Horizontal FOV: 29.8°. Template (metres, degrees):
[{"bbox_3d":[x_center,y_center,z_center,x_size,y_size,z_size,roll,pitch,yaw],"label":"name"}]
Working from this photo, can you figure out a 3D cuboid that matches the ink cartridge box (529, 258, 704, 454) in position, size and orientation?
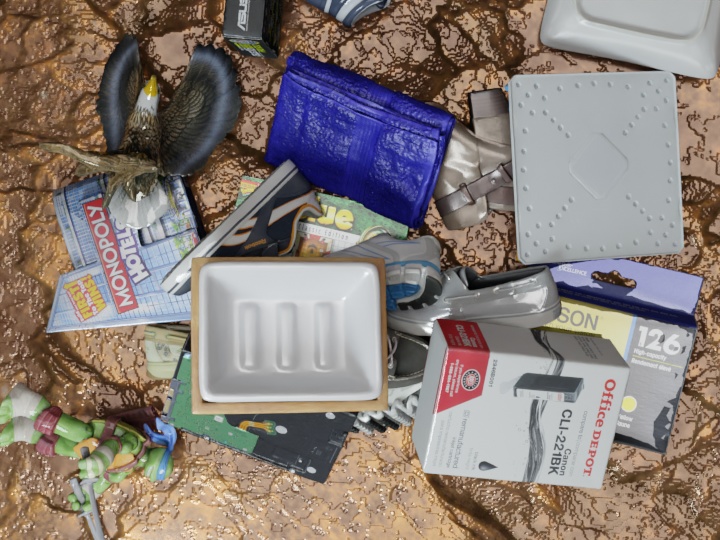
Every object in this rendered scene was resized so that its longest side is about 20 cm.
[{"bbox_3d":[0.266,0.084,1.502,0.196,0.047,0.201,13,95,4],"label":"ink cartridge box"}]

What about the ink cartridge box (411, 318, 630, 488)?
[{"bbox_3d":[0.167,0.140,1.420,0.199,0.084,0.145,6,109,-10],"label":"ink cartridge box"}]

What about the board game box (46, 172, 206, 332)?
[{"bbox_3d":[-0.271,-0.013,1.522,0.199,0.062,0.201,-19,91,3],"label":"board game box"}]

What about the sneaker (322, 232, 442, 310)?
[{"bbox_3d":[0.000,0.000,1.488,0.199,0.087,0.075,-4,136,19],"label":"sneaker"}]

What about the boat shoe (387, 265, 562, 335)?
[{"bbox_3d":[0.117,0.028,1.470,0.199,0.072,0.069,-2,111,29],"label":"boat shoe"}]

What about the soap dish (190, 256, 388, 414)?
[{"bbox_3d":[-0.073,0.067,1.379,0.199,0.081,0.158,0,79,-9],"label":"soap dish"}]

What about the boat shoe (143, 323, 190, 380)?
[{"bbox_3d":[-0.146,0.081,1.512,0.199,0.073,0.063,-7,94,4],"label":"boat shoe"}]

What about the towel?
[{"bbox_3d":[-0.007,-0.138,1.466,0.199,0.050,0.148,25,125,13],"label":"towel"}]

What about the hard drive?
[{"bbox_3d":[-0.110,0.149,1.471,0.199,0.038,0.140,20,136,-3],"label":"hard drive"}]

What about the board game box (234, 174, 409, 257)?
[{"bbox_3d":[-0.049,-0.036,1.528,0.199,0.023,0.105,13,91,3],"label":"board game box"}]

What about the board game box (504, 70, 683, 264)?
[{"bbox_3d":[0.254,-0.113,1.473,0.199,0.026,0.201,-4,92,-17],"label":"board game box"}]

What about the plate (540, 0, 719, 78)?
[{"bbox_3d":[0.312,-0.326,1.479,0.199,0.032,0.201,12,86,5],"label":"plate"}]

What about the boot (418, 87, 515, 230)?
[{"bbox_3d":[0.092,-0.118,1.497,0.199,0.070,0.147,-7,100,11],"label":"boot"}]

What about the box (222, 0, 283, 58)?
[{"bbox_3d":[-0.108,-0.337,1.452,0.044,0.160,0.201,6,93,2],"label":"box"}]

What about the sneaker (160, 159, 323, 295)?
[{"bbox_3d":[-0.122,-0.028,1.463,0.200,0.078,0.079,-43,98,-15],"label":"sneaker"}]

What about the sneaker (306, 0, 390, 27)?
[{"bbox_3d":[0.016,-0.362,1.489,0.108,0.070,0.200,39,96,2],"label":"sneaker"}]

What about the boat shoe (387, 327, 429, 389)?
[{"bbox_3d":[-0.012,0.085,1.448,0.199,0.057,0.067,9,74,-2],"label":"boat shoe"}]

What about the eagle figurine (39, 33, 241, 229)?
[{"bbox_3d":[-0.229,-0.163,1.474,0.151,0.200,0.152,-33,113,33],"label":"eagle figurine"}]

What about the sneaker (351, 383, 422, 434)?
[{"bbox_3d":[0.053,0.127,1.510,0.199,0.075,0.081,-18,70,7],"label":"sneaker"}]

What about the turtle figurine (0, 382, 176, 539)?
[{"bbox_3d":[-0.319,0.223,1.493,0.193,0.144,0.201,25,90,6],"label":"turtle figurine"}]
